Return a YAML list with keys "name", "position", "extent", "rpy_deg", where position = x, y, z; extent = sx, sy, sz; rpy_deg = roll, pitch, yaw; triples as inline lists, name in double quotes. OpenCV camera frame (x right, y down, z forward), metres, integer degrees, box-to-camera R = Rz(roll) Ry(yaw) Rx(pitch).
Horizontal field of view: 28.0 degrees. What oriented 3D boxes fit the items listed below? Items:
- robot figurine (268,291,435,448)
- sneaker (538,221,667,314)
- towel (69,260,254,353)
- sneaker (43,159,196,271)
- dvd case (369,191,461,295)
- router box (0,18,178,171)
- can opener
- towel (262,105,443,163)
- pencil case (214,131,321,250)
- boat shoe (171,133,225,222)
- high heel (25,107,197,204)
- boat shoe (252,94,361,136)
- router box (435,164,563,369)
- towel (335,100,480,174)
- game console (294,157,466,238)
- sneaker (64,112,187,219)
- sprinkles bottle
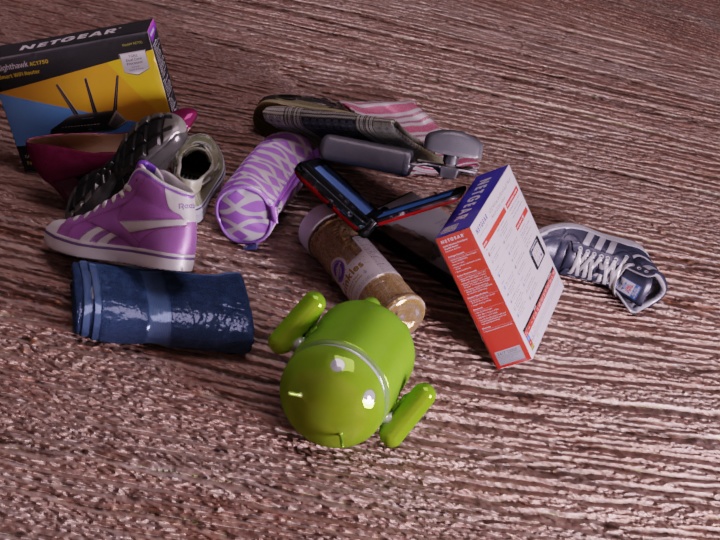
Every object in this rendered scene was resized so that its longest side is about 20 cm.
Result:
- name: "robot figurine"
  position: [-0.013, 0.107, 1.505]
  extent: [0.175, 0.116, 0.200]
  rpy_deg: [41, 32, -2]
- name: "sneaker"
  position: [0.317, -0.002, 1.916]
  extent: [0.198, 0.071, 0.109]
  rpy_deg: [8, 30, -24]
- name: "towel"
  position: [-0.214, 0.039, 1.567]
  extent: [0.198, 0.049, 0.112]
  rpy_deg: [7, 33, -20]
- name: "sneaker"
  position: [-0.260, -0.066, 1.589]
  extent: [0.199, 0.116, 0.072]
  rpy_deg: [6, 6, 26]
- name: "dvd case"
  position: [0.106, -0.033, 1.896]
  extent: [0.199, 0.018, 0.142]
  rpy_deg: [33, 32, 21]
- name: "router box"
  position: [-0.325, -0.208, 1.727]
  extent: [0.198, 0.150, 0.051]
  rpy_deg: [-9, 28, 8]
- name: "can opener"
  position: [0.052, -0.152, 1.787]
  extent: [0.198, 0.068, 0.053]
  rpy_deg: [12, 6, 5]
- name: "towel"
  position: [-0.005, -0.180, 1.910]
  extent: [0.191, 0.035, 0.200]
  rpy_deg: [7, -8, 23]
- name: "pencil case"
  position: [-0.117, -0.107, 1.819]
  extent: [0.085, 0.085, 0.200]
  rpy_deg: [-10, 26, 20]
- name: "boat shoe"
  position: [-0.204, -0.129, 1.827]
  extent: [0.071, 0.062, 0.201]
  rpy_deg: [14, 30, -9]
- name: "high heel"
  position: [-0.290, -0.156, 1.681]
  extent: [0.096, 0.199, 0.068]
  rpy_deg: [55, 8, -23]
- name: "boat shoe"
  position: [-0.051, -0.213, 2.039]
  extent: [0.198, 0.074, 0.065]
  rpy_deg: [15, 36, -8]
- name: "router box"
  position: [0.174, -0.008, 1.754]
  extent: [0.048, 0.181, 0.200]
  rpy_deg: [-19, 17, 27]
- name: "towel"
  position: [0.069, -0.203, 2.135]
  extent: [0.145, 0.030, 0.200]
  rpy_deg: [-4, 38, -36]
- name: "game console"
  position: [0.027, -0.111, 1.769]
  extent: [0.172, 0.119, 0.200]
  rpy_deg: [42, 8, 1]
- name: "sneaker"
  position: [-0.251, -0.106, 1.640]
  extent: [0.079, 0.199, 0.076]
  rpy_deg: [33, 39, -29]
- name: "sprinkles bottle"
  position: [0.000, 0.000, 1.731]
  extent: [0.068, 0.069, 0.200]
  rpy_deg: [-5, 38, -35]
